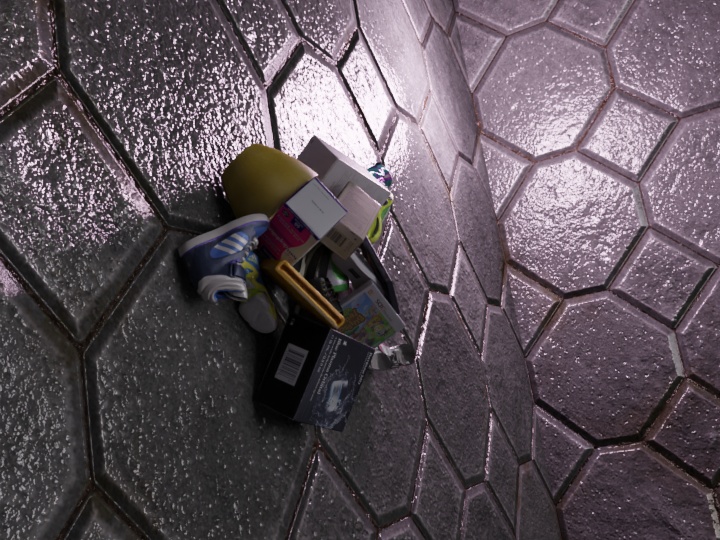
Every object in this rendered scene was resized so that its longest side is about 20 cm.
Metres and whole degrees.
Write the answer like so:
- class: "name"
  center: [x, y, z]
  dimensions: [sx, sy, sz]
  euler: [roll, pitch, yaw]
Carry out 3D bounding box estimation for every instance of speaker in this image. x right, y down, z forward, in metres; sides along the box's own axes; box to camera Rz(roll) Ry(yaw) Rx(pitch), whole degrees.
- class: "speaker"
  center: [-0.083, -0.045, 1.800]
  dimensions: [0.088, 0.088, 0.201]
  euler: [-9, 87, -65]

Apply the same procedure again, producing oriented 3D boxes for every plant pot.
- class: "plant pot"
  center: [-0.209, -0.183, 1.592]
  dimensions: [0.142, 0.200, 0.200]
  euler: [46, 29, -3]

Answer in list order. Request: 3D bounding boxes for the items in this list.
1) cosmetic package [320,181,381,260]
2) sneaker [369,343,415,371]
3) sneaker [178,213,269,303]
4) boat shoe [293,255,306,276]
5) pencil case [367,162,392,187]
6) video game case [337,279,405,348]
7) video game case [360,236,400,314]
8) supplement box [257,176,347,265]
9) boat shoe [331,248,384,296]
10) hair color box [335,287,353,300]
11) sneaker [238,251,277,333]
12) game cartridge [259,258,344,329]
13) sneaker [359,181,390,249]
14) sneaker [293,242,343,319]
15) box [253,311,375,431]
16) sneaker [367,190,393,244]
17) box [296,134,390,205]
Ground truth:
- class: "cosmetic package"
  center: [-0.029, -0.117, 1.721]
  dimensions: [0.103, 0.073, 0.200]
  euler: [38, 29, -5]
- class: "sneaker"
  center: [0.052, 0.240, 2.012]
  dimensions: [0.199, 0.086, 0.081]
  euler: [11, 64, -40]
- class: "sneaker"
  center: [-0.235, -0.013, 1.440]
  dimensions: [0.199, 0.081, 0.147]
  euler: [-25, 79, -32]
- class: "boat shoe"
  center: [-0.165, -0.035, 1.715]
  dimensions: [0.066, 0.075, 0.200]
  euler: [27, 38, -20]
- class: "pencil case"
  center: [0.025, -0.257, 2.204]
  dimensions: [0.200, 0.092, 0.085]
  euler: [-41, 113, -62]
- class: "video game case"
  center: [-0.012, 0.136, 1.803]
  dimensions: [0.182, 0.200, 0.022]
  euler: [52, 4, -40]
- class: "video game case"
  center: [0.042, -0.002, 1.858]
  dimensions: [0.143, 0.019, 0.200]
  euler: [73, -8, -52]
- class: "supplement box"
  center: [-0.129, -0.090, 1.572]
  dimensions: [0.101, 0.200, 0.103]
  euler: [46, 57, -3]
- class: "boat shoe"
  center: [0.000, 0.000, 1.777]
  dimensions: [0.200, 0.068, 0.057]
  euler: [53, 35, -36]
- class: "hair color box"
  center: [-0.032, 0.109, 1.918]
  dimensions: [0.200, 0.064, 0.111]
  euler: [34, 46, -56]
- class: "sneaker"
  center: [-0.219, 0.028, 1.554]
  dimensions: [0.201, 0.075, 0.105]
  euler: [64, 27, -22]
- class: "game cartridge"
  center: [-0.124, 0.044, 1.543]
  dimensions: [0.176, 0.032, 0.200]
  euler: [45, -9, -14]
- class: "sneaker"
  center: [0.021, -0.149, 2.076]
  dimensions: [0.084, 0.074, 0.201]
  euler: [-1, 111, -56]
- class: "sneaker"
  center: [-0.078, 0.044, 1.713]
  dimensions: [0.075, 0.106, 0.201]
  euler: [-2, 107, -65]
- class: "box"
  center: [-0.091, 0.217, 1.579]
  dimensions: [0.200, 0.117, 0.197]
  euler: [32, 79, -56]
- class: "sneaker"
  center: [0.031, -0.143, 1.995]
  dimensions: [0.074, 0.084, 0.201]
  euler: [24, 53, -4]
- class: "box"
  center: [-0.050, -0.227, 1.888]
  dimensions: [0.200, 0.107, 0.152]
  euler: [28, 15, -40]
